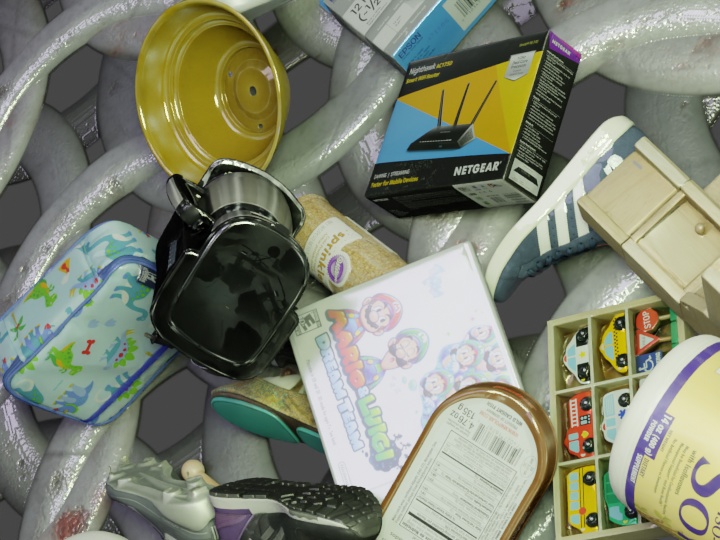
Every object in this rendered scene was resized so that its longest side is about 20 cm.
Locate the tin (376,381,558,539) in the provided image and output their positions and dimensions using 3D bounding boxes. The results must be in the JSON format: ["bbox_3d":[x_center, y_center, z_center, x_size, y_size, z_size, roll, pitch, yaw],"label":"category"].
[{"bbox_3d":[0.082,0.186,1.402,0.112,0.042,0.201,32,102,19],"label":"tin"}]

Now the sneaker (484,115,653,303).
[{"bbox_3d":[0.189,-0.034,1.479,0.084,0.075,0.200,42,109,11],"label":"sneaker"}]

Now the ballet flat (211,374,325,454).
[{"bbox_3d":[-0.049,0.129,1.564,0.199,0.071,0.071,15,75,38],"label":"ballet flat"}]

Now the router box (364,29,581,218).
[{"bbox_3d":[0.101,-0.130,1.571,0.199,0.051,0.150,-5,61,52],"label":"router box"}]

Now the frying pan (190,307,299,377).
[{"bbox_3d":[-0.077,0.067,1.609,0.189,0.031,0.115,0,32,36],"label":"frying pan"}]

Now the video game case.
[{"bbox_3d":[0.044,0.098,1.472,0.181,0.024,0.202,-22,72,9],"label":"video game case"}]

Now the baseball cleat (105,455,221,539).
[{"bbox_3d":[-0.181,0.234,1.594,0.200,0.069,0.107,7,111,63],"label":"baseball cleat"}]

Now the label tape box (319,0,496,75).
[{"bbox_3d":[0.039,-0.296,1.731,0.143,0.066,0.200,-49,49,3],"label":"label tape box"}]

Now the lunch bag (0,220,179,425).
[{"bbox_3d":[-0.249,0.055,1.684,0.200,0.160,0.083,-43,50,12],"label":"lunch bag"}]

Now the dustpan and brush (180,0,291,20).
[{"bbox_3d":[-0.146,-0.287,1.774,0.139,0.200,0.058,-21,94,25],"label":"dustpan and brush"}]

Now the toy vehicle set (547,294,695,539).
[{"bbox_3d":[0.216,0.122,1.396,0.123,0.026,0.202,-16,57,28],"label":"toy vehicle set"}]

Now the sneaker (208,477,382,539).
[{"bbox_3d":[-0.048,0.229,1.446,0.199,0.075,0.088,-1,98,51],"label":"sneaker"}]

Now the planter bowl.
[{"bbox_3d":[-0.132,-0.180,1.755,0.199,0.083,0.202,10,107,37],"label":"planter bowl"}]

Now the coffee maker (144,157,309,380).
[{"bbox_3d":[-0.120,0.018,1.522,0.200,0.133,0.194,-103,24,-72],"label":"coffee maker"}]

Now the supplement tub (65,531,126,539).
[{"bbox_3d":[-0.183,0.318,1.450,0.144,0.200,0.147,-17,56,27],"label":"supplement tub"}]

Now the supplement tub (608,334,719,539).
[{"bbox_3d":[0.295,0.151,1.231,0.199,0.145,0.146,31,85,31],"label":"supplement tub"}]

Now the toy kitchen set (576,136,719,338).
[{"bbox_3d":[0.285,-0.060,1.321,0.163,0.181,0.200,-42,65,-3],"label":"toy kitchen set"}]

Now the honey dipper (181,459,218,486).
[{"bbox_3d":[-0.104,0.224,1.570,0.199,0.038,0.038,30,85,46],"label":"honey dipper"}]

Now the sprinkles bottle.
[{"bbox_3d":[0.000,0.000,1.594,0.068,0.068,0.200,-52,47,0],"label":"sprinkles bottle"}]
